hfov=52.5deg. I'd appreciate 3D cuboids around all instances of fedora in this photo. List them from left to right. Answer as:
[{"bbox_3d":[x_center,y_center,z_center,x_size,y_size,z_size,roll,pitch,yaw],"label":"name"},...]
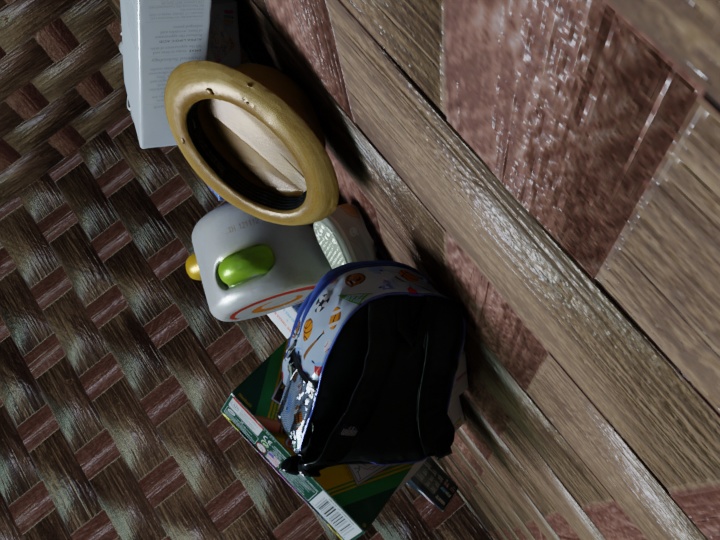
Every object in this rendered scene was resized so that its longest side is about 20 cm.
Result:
[{"bbox_3d":[-0.095,-0.135,0.715,0.196,0.083,0.203,22,147,15],"label":"fedora"}]

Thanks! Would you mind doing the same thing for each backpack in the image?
[{"bbox_3d":[0.014,0.088,0.727,0.196,0.194,0.154,2,-149,-34],"label":"backpack"}]

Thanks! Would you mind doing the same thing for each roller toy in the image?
[{"bbox_3d":[-0.126,-0.025,0.962,0.199,0.179,0.143,-32,73,58],"label":"roller toy"}]

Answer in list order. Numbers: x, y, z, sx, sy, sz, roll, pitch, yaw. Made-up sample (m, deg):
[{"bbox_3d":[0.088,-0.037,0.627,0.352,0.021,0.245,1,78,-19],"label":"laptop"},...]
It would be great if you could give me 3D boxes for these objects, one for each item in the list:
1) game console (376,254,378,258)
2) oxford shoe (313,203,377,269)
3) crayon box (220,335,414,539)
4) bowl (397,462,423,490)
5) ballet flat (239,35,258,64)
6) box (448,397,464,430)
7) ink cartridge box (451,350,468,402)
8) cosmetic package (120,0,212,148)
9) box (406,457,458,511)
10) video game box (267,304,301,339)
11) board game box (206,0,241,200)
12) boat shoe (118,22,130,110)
[{"bbox_3d":[-0.047,-0.005,1.034,0.117,0.172,0.200,20,-159,-47],"label":"game console"},{"bbox_3d":[0.000,0.000,0.897,0.074,0.058,0.203,28,149,41],"label":"oxford shoe"},{"bbox_3d":[-0.027,0.164,0.821,0.200,0.172,0.058,44,140,4],"label":"crayon box"},{"bbox_3d":[-0.006,0.185,0.906,0.202,0.198,0.075,53,142,11],"label":"bowl"},{"bbox_3d":[-0.110,-0.169,0.849,0.202,0.063,0.076,57,173,-20],"label":"ballet flat"},{"bbox_3d":[0.089,0.210,1.151,0.112,0.101,0.201,44,170,27],"label":"box"},{"bbox_3d":[0.069,0.093,0.878,0.117,0.067,0.201,51,172,24],"label":"ink cartridge box"},{"bbox_3d":[-0.194,-0.228,0.721,0.201,0.072,0.104,112,142,-56],"label":"cosmetic package"},{"bbox_3d":[0.043,0.262,1.086,0.157,0.046,0.201,25,160,46],"label":"box"},{"bbox_3d":[-0.048,0.108,1.145,0.182,0.047,0.199,43,-171,29],"label":"video game box"},{"bbox_3d":[-0.177,-0.209,0.836,0.200,0.042,0.204,-136,41,-56],"label":"board game box"},{"bbox_3d":[-0.241,-0.259,0.826,0.201,0.064,0.073,116,139,-55],"label":"boat shoe"}]
